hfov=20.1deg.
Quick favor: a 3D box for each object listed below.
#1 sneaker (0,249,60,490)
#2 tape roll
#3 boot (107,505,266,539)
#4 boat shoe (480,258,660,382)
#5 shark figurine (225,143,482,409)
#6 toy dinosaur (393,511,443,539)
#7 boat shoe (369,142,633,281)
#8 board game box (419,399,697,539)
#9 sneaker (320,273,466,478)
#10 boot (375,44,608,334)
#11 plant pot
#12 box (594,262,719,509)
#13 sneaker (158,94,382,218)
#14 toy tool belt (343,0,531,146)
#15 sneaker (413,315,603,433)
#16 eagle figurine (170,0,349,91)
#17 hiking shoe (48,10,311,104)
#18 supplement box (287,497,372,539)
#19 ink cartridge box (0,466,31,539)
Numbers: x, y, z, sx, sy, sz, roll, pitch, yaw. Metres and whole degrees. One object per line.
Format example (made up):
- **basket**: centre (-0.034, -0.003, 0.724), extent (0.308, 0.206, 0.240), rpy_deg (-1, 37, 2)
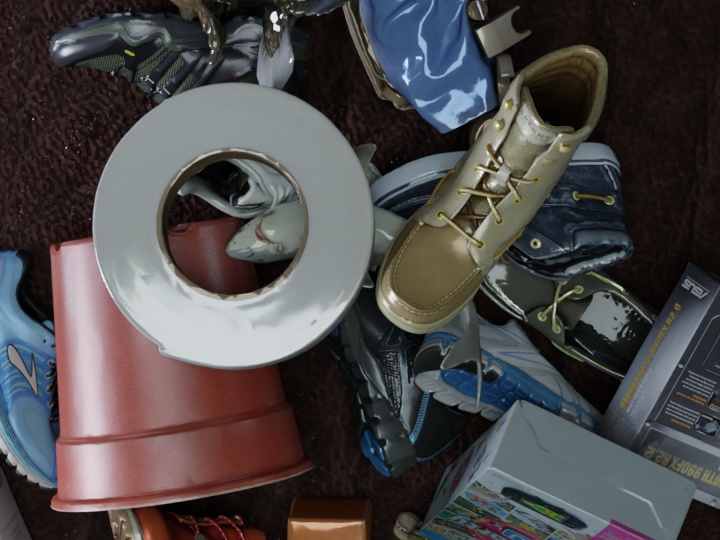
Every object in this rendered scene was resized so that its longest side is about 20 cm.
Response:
- **sneaker**: centre (-0.255, 0.076, 1.580), extent (0.090, 0.078, 0.201), rpy_deg (-21, 99, 1)
- **tape roll**: centre (-0.089, -0.030, 1.431), extent (0.201, 0.037, 0.204), rpy_deg (0, 84, 1)
- **boot**: centre (-0.129, 0.210, 1.554), extent (0.107, 0.200, 0.075), rpy_deg (-22, 66, -1)
- **boat shoe**: centre (0.171, 0.029, 1.571), extent (0.201, 0.060, 0.072), rpy_deg (31, 98, -4)
- **shark figurine**: centre (0.022, -0.001, 1.498), extent (0.214, 0.090, 0.128), rpy_deg (30, 67, 9)
- **toy dinosaur**: centre (0.078, 0.288, 1.626), extent (0.088, 0.047, 0.200), rpy_deg (-40, 100, 0)
- **boat shoe**: centre (0.105, -0.038, 1.528), extent (0.199, 0.071, 0.091), rpy_deg (-8, 62, -3)
- **board game box**: centre (0.144, 0.179, 1.528), extent (0.147, 0.200, 0.065), rpy_deg (26, 67, -3)
- **sneaker**: centre (0.017, 0.056, 1.585), extent (0.082, 0.073, 0.201), rpy_deg (-22, 101, -18)
- **boot**: centre (0.093, -0.058, 1.405), extent (0.073, 0.156, 0.200), rpy_deg (40, 59, 5)
- **plant pot**: centre (-0.147, 0.065, 1.527), extent (0.200, 0.201, 0.196), rpy_deg (-8, 91, 2)
- **box**: centre (0.294, 0.103, 1.548), extent (0.199, 0.048, 0.159), rpy_deg (22, 101, -29)
- **sneaker**: centre (-0.067, -0.065, 1.526), extent (0.199, 0.081, 0.075), rpy_deg (14, 119, -27)
- **toy tool belt**: centre (0.067, -0.158, 1.511), extent (0.124, 0.123, 0.201), rpy_deg (-29, 98, 6)
- **sneaker**: centre (0.130, 0.085, 1.579), extent (0.200, 0.087, 0.075), rpy_deg (37, 132, -25)
- **eagle figurine**: centre (-0.045, -0.240, 1.457), extent (0.200, 0.151, 0.152), rpy_deg (-33, 66, -14)
- **hiking shoe**: centre (-0.138, -0.145, 1.540), extent (0.199, 0.076, 0.101), rpy_deg (2, 96, 0)
- **supplement box**: centre (-0.025, 0.285, 1.615), extent (0.066, 0.069, 0.201), rpy_deg (0, 101, 3)
- **ink cartridge box**: centre (-0.358, 0.178, 1.594), extent (0.146, 0.086, 0.201), rpy_deg (-21, 100, 4)
